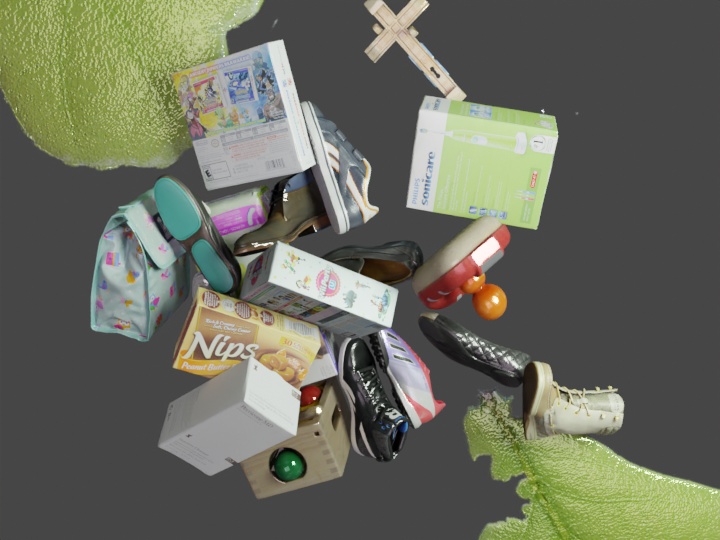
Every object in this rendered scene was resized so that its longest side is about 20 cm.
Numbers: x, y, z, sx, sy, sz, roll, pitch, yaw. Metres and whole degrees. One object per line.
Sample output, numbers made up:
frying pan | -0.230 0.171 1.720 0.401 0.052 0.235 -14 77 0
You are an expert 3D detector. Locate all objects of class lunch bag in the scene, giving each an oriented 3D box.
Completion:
lunch bag | -0.339 -0.020 1.222 0.119 0.171 0.205 11 112 7

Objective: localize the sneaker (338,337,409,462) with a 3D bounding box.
sneaker | 0.030 0.206 1.250 0.111 0.072 0.205 3 106 50

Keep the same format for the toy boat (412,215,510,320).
toy boat | 0.163 0.015 1.137 0.130 0.200 0.132 -38 87 -18

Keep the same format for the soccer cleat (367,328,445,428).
soccer cleat | 0.072 0.156 1.274 0.072 0.068 0.204 -26 98 -9

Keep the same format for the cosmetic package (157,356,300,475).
cosmetic package | -0.195 0.221 1.162 0.198 0.082 0.112 -31 126 33

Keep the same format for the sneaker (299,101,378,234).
sneaker | -0.034 -0.163 1.177 0.078 0.078 0.204 -20 94 -13

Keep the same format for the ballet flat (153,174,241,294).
ballet flat | -0.244 -0.056 1.178 0.067 0.068 0.203 -26 100 18

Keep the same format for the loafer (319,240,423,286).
loafer | 0.000 0.000 1.224 0.195 0.072 0.074 -15 106 15

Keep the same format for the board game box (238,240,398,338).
board game box | -0.064 0.035 1.151 0.196 0.147 0.066 20 70 -21

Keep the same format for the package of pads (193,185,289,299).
package of pads | -0.186 -0.022 1.252 0.151 0.068 0.204 -14 106 15

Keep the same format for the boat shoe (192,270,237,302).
boat shoe | -0.226 0.101 1.227 0.069 0.070 0.205 -5 109 16

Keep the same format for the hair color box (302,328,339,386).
hair color box | -0.139 0.142 1.299 0.196 0.065 0.111 -20 102 13

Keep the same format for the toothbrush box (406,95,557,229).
toothbrush box | 0.174 -0.158 1.130 0.195 0.086 0.149 9 117 6

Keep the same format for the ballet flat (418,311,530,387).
ballet flat | 0.181 0.121 1.253 0.197 0.057 0.067 30 146 2

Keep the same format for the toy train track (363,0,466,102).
toy train track | 0.079 -0.319 1.130 0.114 0.033 0.200 -42 98 19

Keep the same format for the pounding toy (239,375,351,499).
pounding toy | -0.102 0.256 1.253 0.180 0.201 0.145 -18 106 14

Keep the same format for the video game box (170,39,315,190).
video game box | -0.177 -0.227 1.164 0.196 0.047 0.186 -5 110 33

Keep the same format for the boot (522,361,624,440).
boot | 0.328 0.201 1.200 0.150 0.073 0.202 -2 143 8

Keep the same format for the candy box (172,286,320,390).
candy box | -0.171 0.114 1.170 0.196 0.056 0.117 20 114 -17

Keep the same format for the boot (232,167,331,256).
boot | -0.126 -0.088 1.168 0.074 0.198 0.099 -13 98 43
